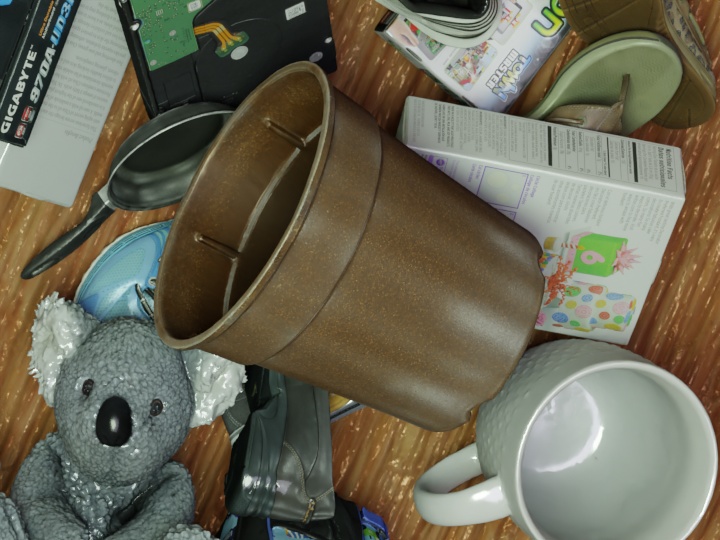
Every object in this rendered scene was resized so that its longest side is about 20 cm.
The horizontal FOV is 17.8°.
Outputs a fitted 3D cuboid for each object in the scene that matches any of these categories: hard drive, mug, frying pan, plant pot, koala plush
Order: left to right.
[{"bbox_3d":[-0.167,0.122,1.542,0.176,0.184,0.202,9,90,2],"label":"koala plush"},{"bbox_3d":[-0.148,-0.058,1.600,0.190,0.115,0.031,-42,65,32],"label":"frying pan"},{"bbox_3d":[-0.092,-0.175,1.535,0.139,0.200,0.038,-26,62,-8],"label":"hard drive"},{"bbox_3d":[0.000,0.000,1.493,0.197,0.200,0.201,29,91,-24],"label":"plant pot"},{"bbox_3d":[0.131,0.130,1.629,0.199,0.175,0.149,-22,102,-9],"label":"mug"}]

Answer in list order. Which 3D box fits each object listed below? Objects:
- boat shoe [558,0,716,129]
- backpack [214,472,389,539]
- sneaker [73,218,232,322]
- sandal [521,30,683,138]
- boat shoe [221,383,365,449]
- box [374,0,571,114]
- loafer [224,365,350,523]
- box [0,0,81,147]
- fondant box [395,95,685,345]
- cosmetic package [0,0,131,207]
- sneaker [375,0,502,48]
[{"bbox_3d":[0.194,-0.186,1.630,0.073,0.063,0.200,-12,134,27],"label":"boat shoe"},{"bbox_3d":[-0.056,0.259,1.575,0.134,0.200,0.183,21,111,-16],"label":"backpack"},{"bbox_3d":[-0.116,-0.005,1.594,0.199,0.090,0.079,-36,104,-5],"label":"sneaker"},{"bbox_3d":[0.149,-0.091,1.629,0.201,0.058,0.080,-39,127,17],"label":"sandal"},{"bbox_3d":[-0.011,0.066,1.648,0.199,0.070,0.067,-27,78,-4],"label":"boat shoe"},{"bbox_3d":[0.113,-0.215,1.646,0.110,0.035,0.200,39,88,-16],"label":"box"},{"bbox_3d":[-0.041,0.081,1.581,0.072,0.073,0.201,15,65,-12],"label":"loafer"},{"bbox_3d":[-0.273,-0.187,1.491,0.199,0.046,0.160,24,94,28],"label":"box"},{"bbox_3d":[0.112,-0.033,1.612,0.198,0.058,0.145,11,132,-5],"label":"fondant box"},{"bbox_3d":[-0.208,-0.153,1.537,0.071,0.101,0.201,23,92,26],"label":"cosmetic package"},{"bbox_3d":[0.008,-0.223,1.558,0.199,0.115,0.076,27,88,4],"label":"sneaker"}]
